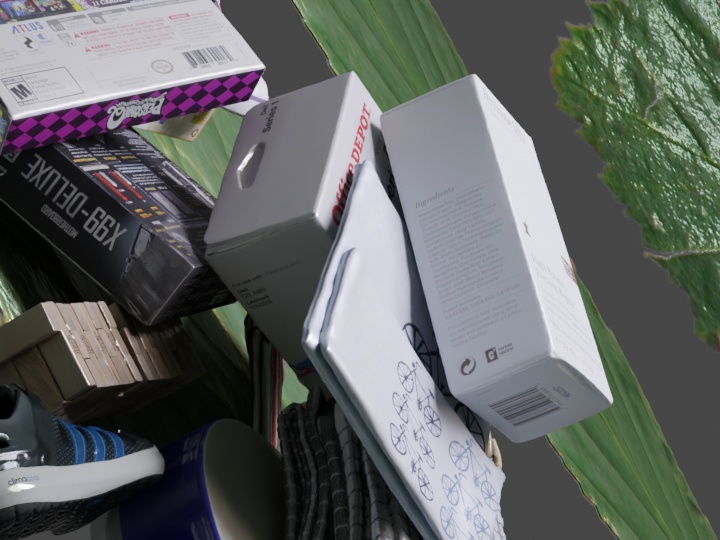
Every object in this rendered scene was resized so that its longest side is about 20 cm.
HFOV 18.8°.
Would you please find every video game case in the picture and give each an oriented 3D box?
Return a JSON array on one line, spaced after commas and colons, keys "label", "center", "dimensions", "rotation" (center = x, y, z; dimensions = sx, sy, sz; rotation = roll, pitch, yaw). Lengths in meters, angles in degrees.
[{"label": "video game case", "center": [-0.184, -0.158, 1.325], "dimensions": [0.199, 0.036, 0.181], "rotation": [-18, 58, -44]}]

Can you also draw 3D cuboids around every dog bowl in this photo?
[{"label": "dog bowl", "center": [-0.068, 0.190, 1.255], "dimensions": [0.201, 0.078, 0.200], "rotation": [56, 14, -22]}]

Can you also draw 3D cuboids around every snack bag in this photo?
[{"label": "snack bag", "center": [0.033, 0.057, 1.250], "dimensions": [0.189, 0.021, 0.200], "rotation": [58, 24, -24]}]

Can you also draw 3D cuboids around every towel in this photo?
[{"label": "towel", "center": [0.021, 0.175, 1.272], "dimensions": [0.166, 0.085, 0.201], "rotation": [48, 20, -38]}, {"label": "towel", "center": [-0.066, 0.062, 1.508], "dimensions": [0.200, 0.023, 0.145], "rotation": [-88, 179, -64]}]

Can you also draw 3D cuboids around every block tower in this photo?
[{"label": "block tower", "center": [-0.154, 0.053, 1.267], "dimensions": [0.058, 0.054, 0.200], "rotation": [62, 14, 9]}]

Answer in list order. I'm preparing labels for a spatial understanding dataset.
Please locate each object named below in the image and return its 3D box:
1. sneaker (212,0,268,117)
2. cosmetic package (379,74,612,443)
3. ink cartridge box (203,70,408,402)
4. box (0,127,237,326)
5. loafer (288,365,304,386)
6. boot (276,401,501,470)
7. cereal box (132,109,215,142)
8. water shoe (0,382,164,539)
[{"label": "sneaker", "center": [-0.120, -0.198, 1.473], "dimensions": [0.200, 0.114, 0.073], "rotation": [41, 9, 10]}, {"label": "cosmetic package", "center": [0.081, -0.007, 1.317], "dimensions": [0.102, 0.074, 0.201], "rotation": [39, 33, -56]}, {"label": "ink cartridge box", "center": [0.000, 0.000, 1.359], "dimensions": [0.200, 0.083, 0.145], "rotation": [54, 31, -31]}, {"label": "box", "center": [-0.147, -0.040, 1.363], "dimensions": [0.157, 0.050, 0.200], "rotation": [40, 10, 6]}, {"label": "loafer", "center": [-0.019, 0.055, 1.518], "dimensions": [0.200, 0.075, 0.068], "rotation": [63, 23, -65]}, {"label": "boot", "center": [0.019, 0.132, 1.522], "dimensions": [0.072, 0.154, 0.200], "rotation": [51, 14, -28]}, {"label": "cereal box", "center": [-0.193, -0.151, 1.445], "dimensions": [0.144, 0.040, 0.200], "rotation": [41, 10, 18]}, {"label": "water shoe", "center": [-0.163, 0.091, 1.125], "dimensions": [0.079, 0.071, 0.200], "rotation": [61, 13, 9]}]
